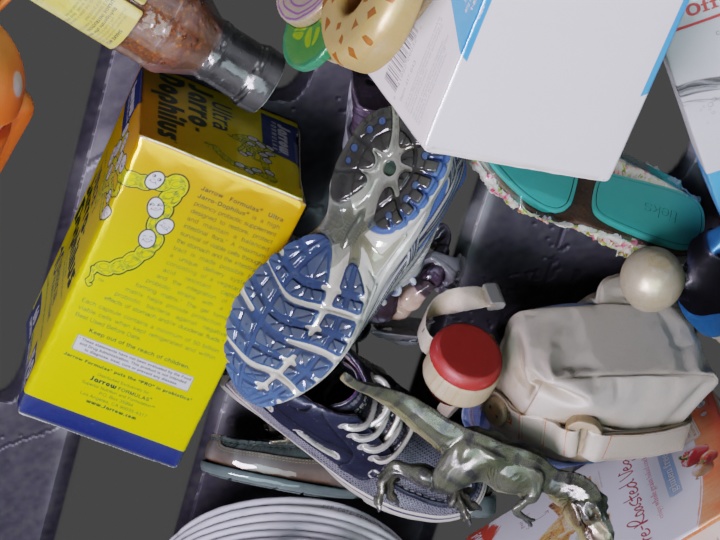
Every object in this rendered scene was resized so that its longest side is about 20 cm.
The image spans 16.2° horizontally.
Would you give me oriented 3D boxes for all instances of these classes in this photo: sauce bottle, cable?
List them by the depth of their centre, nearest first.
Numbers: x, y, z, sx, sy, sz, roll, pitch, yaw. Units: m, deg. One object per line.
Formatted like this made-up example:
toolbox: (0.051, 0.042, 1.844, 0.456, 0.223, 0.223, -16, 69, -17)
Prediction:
sauce bottle: (-0.136, -0.158, 1.481, 0.199, 0.066, 0.066, 33, 111, -19)
cable: (-0.051, 0.229, 1.658, 0.199, 0.070, 0.200, -25, 134, 27)

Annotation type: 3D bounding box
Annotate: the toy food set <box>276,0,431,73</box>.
toy food set: (-0.005, -0.208, 1.395, 0.048, 0.198, 0.202, 6, 95, -30)

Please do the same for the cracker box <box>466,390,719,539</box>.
cracker box: (0.168, 0.178, 1.639, 0.199, 0.134, 0.058, -34, 115, 13)

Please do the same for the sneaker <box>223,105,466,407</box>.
sneaker: (0.000, 0.000, 1.480, 0.077, 0.085, 0.200, 42, 102, 23)

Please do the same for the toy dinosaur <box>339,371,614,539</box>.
toy dinosaur: (0.058, 0.119, 1.533, 0.199, 0.048, 0.088, 27, 138, -15)

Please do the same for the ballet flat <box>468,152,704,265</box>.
ballet flat: (0.122, -0.053, 1.544, 0.199, 0.064, 0.076, 30, 70, -25)

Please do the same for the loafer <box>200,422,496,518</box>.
loafer: (-0.004, 0.117, 1.644, 0.198, 0.072, 0.063, 10, 90, -14)

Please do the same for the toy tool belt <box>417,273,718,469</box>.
toy tool belt: (0.115, 0.081, 1.587, 0.199, 0.126, 0.123, -4, 145, -26)

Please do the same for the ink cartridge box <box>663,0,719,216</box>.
ink cartridge box: (0.237, -0.141, 1.513, 0.115, 0.067, 0.201, -20, 118, 8)

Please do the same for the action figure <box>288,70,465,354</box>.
action figure: (0.008, -0.030, 1.560, 0.129, 0.070, 0.201, 7, 121, -15)

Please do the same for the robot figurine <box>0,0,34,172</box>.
robot figurine: (-0.269, -0.080, 1.483, 0.143, 0.117, 0.201, 22, 114, -16)

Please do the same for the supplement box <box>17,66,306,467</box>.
supplement box: (-0.122, -0.003, 1.539, 0.109, 0.109, 0.201, 21, 114, -14)

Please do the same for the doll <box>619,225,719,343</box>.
doll: (0.248, -0.001, 1.553, 0.199, 0.049, 0.137, -8, 147, -25)

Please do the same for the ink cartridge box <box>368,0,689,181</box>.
ink cartridge box: (0.073, -0.161, 1.430, 0.124, 0.200, 0.129, 8, 119, -28)

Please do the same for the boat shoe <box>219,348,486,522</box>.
boat shoe: (0.003, 0.095, 1.564, 0.199, 0.093, 0.075, 30, 79, -13)
